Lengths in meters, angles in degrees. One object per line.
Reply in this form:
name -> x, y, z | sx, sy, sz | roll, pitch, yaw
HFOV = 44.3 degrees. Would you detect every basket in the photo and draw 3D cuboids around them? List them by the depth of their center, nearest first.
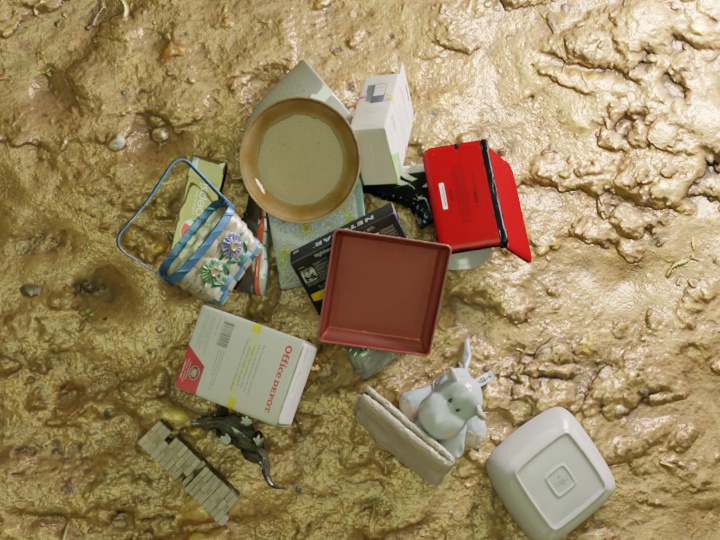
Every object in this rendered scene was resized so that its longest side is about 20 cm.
basket -> -0.267, -0.055, 1.421 | 0.199, 0.139, 0.178 | 38, 80, -20

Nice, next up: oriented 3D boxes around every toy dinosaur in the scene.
toy dinosaur -> -0.193, 0.290, 1.508 | 0.199, 0.102, 0.077 | 37, 83, -9
toy dinosaur -> -0.100, 0.185, 1.528 | 0.106, 0.060, 0.202 | 38, 110, 26

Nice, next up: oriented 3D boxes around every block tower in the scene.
block tower -> -0.288, 0.341, 1.509 | 0.058, 0.054, 0.200 | -44, 92, -6

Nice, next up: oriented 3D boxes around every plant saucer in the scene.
plant saucer -> -0.098, -0.180, 1.439 | 0.196, 0.035, 0.204 | 0, 101, 0
plant saucer -> 0.037, 0.034, 1.475 | 0.196, 0.037, 0.203 | 8, 109, -6

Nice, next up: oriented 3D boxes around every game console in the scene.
game console -> 0.204, -0.111, 1.545 | 0.169, 0.119, 0.203 | -9, 66, 1

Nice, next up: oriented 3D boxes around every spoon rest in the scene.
spoon rest -> 0.136, -0.035, 1.567 | 0.196, 0.100, 0.061 | 4, 53, 0

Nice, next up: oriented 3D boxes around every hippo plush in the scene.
hippo plush -> 0.170, 0.241, 1.511 | 0.199, 0.161, 0.160 | -37, 91, -7

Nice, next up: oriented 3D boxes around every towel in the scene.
towel -> 0.069, 0.283, 1.498 | 0.199, 0.133, 0.035 | 38, 66, 12
towel -> -0.071, -0.074, 1.529 | 0.168, 0.048, 0.203 | -9, 116, -3

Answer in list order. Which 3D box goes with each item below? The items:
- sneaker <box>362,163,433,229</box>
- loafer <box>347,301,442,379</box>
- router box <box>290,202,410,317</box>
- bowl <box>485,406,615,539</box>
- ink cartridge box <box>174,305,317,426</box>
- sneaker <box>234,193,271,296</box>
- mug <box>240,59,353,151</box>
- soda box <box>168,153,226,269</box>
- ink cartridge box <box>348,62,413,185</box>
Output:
sneaker -> 0.079, -0.127, 1.569 | 0.196, 0.073, 0.114 | -8, 86, -8
loafer -> 0.065, 0.114, 1.563 | 0.199, 0.070, 0.070 | -34, 126, -11
router box -> 0.000, 0.000, 1.512 | 0.197, 0.052, 0.159 | -25, 114, 7
bowl -> 0.343, 0.368, 1.568 | 0.199, 0.075, 0.201 | -35, 90, -6
ink cartridge box -> -0.190, 0.162, 1.484 | 0.197, 0.083, 0.147 | 18, 84, 17
sneaker -> -0.198, -0.058, 1.536 | 0.080, 0.077, 0.204 | 1, 85, 2
mug -> -0.098, -0.228, 1.526 | 0.175, 0.148, 0.200 | -41, 108, 5
soda box -> -0.282, -0.092, 1.530 | 0.063, 0.068, 0.204 | 13, 85, -6
ink cartridge box -> 0.040, -0.256, 1.524 | 0.066, 0.118, 0.202 | -2, 44, 17
